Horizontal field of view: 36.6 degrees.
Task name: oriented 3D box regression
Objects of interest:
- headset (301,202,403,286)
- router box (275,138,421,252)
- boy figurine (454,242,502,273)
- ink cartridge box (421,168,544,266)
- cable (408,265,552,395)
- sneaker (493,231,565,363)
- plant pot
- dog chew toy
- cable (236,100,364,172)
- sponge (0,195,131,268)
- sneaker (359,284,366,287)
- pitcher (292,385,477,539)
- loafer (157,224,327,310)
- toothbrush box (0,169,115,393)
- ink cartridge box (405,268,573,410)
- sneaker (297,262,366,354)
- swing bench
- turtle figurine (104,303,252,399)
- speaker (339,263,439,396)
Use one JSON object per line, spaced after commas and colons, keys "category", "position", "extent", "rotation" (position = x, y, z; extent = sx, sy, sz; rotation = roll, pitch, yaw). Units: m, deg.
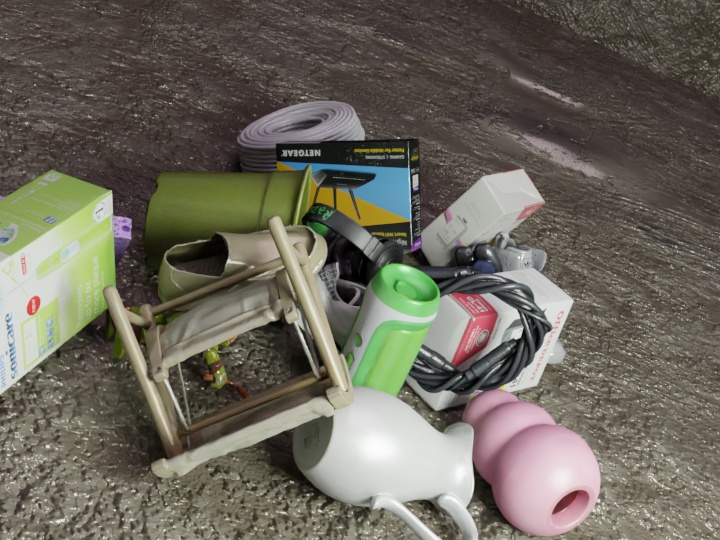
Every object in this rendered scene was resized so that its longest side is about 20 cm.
{"category": "headset", "position": [0.000, 0.000, 1.346], "extent": [0.200, 0.094, 0.123], "rotation": [42, -14, -28]}
{"category": "router box", "position": [-0.016, -0.104, 1.495], "extent": [0.198, 0.151, 0.051], "rotation": [1, 11, 23]}
{"category": "boy figurine", "position": [0.122, 0.042, 1.496], "extent": [0.123, 0.065, 0.200], "rotation": [-7, 28, 38]}
{"category": "ink cartridge box", "position": [0.165, -0.063, 1.624], "extent": [0.116, 0.200, 0.068], "rotation": [-16, 70, -48]}
{"category": "cable", "position": [0.123, 0.073, 1.261], "extent": [0.198, 0.165, 0.051], "rotation": [2, 22, 14]}
{"category": "sneaker", "position": [0.236, 0.037, 1.564], "extent": [0.075, 0.116, 0.200], "rotation": [-4, 40, -39]}
{"category": "plant pot", "position": [-0.169, -0.048, 1.368], "extent": [0.188, 0.202, 0.201], "rotation": [9, 30, 0]}
{"category": "dog chew toy", "position": [0.185, 0.210, 1.255], "extent": [0.123, 0.126, 0.200], "rotation": [3, 27, -32]}
{"category": "cable", "position": [-0.091, -0.199, 1.673], "extent": [0.198, 0.070, 0.200], "rotation": [-20, 25, -17]}
{"category": "sponge", "position": [-0.373, -0.041, 1.258], "extent": [0.198, 0.112, 0.030], "rotation": [10, 62, -23]}
{"category": "sneaker", "position": [-0.015, 0.018, 1.476], "extent": [0.080, 0.075, 0.200], "rotation": [20, 23, 17]}
{"category": "pitcher", "position": [0.035, 0.214, 1.147], "extent": [0.199, 0.121, 0.173], "rotation": [21, 35, -30]}
{"category": "loafer", "position": [-0.134, -0.009, 1.218], "extent": [0.198, 0.069, 0.076], "rotation": [-17, 54, -7]}
{"category": "toothbrush box", "position": [-0.346, 0.008, 1.123], "extent": [0.085, 0.147, 0.200], "rotation": [19, 35, 20]}
{"category": "ink cartridge box", "position": [0.162, 0.085, 1.398], "extent": [0.199, 0.149, 0.086], "rotation": [-6, 36, -40]}
{"category": "sneaker", "position": [0.000, 0.072, 1.315], "extent": [0.200, 0.080, 0.077], "rotation": [43, 18, -32]}
{"category": "swing bench", "position": [-0.127, 0.084, 1.101], "extent": [0.130, 0.197, 0.202], "rotation": [51, 18, -75]}
{"category": "turtle figurine", "position": [-0.202, 0.074, 1.241], "extent": [0.160, 0.065, 0.201], "rotation": [5, 35, -30]}
{"category": "speaker", "position": [0.020, 0.093, 1.231], "extent": [0.088, 0.201, 0.089], "rotation": [17, 30, -10]}
